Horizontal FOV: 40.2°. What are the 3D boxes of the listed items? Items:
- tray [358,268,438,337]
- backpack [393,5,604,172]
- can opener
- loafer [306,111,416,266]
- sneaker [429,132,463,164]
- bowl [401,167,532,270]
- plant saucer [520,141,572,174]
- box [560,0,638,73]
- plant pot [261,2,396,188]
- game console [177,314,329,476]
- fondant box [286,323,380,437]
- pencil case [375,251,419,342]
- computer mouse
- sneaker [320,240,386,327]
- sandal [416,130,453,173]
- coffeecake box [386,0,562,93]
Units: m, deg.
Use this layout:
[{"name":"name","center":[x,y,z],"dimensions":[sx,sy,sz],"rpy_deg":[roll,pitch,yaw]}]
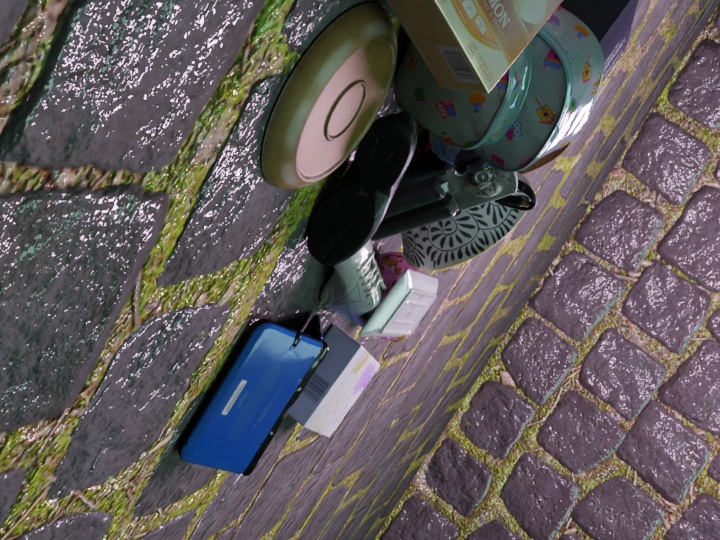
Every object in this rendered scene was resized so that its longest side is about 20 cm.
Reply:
[{"name":"tray","center":[0.061,0.053,1.345],"dimensions":[0.108,0.022,0.200],"rpy_deg":[-55,165,6]},{"name":"backpack","center":[0.144,-0.206,1.026],"dimensions":[0.153,0.199,0.178],"rpy_deg":[-35,156,-49]},{"name":"can opener","center":[0.090,-0.093,1.131],"dimensions":[0.197,0.054,0.067],"rpy_deg":[-17,-145,29]},{"name":"loafer","center":[0.007,-0.089,1.097],"dimensions":[0.201,0.072,0.072],"rpy_deg":[-53,178,30]},{"name":"sneaker","center":[0.151,-0.214,1.162],"dimensions":[0.077,0.090,0.203],"rpy_deg":[7,111,-24]},{"name":"bowl","center":[0.121,-0.102,1.306],"dimensions":[0.201,0.199,0.095],"rpy_deg":[-47,119,-25]},{"name":"plant saucer","center":[0.198,-0.183,1.374],"dimensions":[0.196,0.036,0.201],"rpy_deg":[-8,160,-3]},{"name":"box","center":[0.299,-0.317,1.407],"dimensions":[0.201,0.103,0.182],"rpy_deg":[-53,165,-12]},{"name":"plant pot","center":[-0.022,-0.160,0.950],"dimensions":[0.201,0.027,0.201],"rpy_deg":[-50,163,-21]},{"name":"game console","center":[-0.137,0.141,1.239],"dimensions":[0.169,0.118,0.202],"rpy_deg":[24,102,-42]},{"name":"fondant box","center":[-0.044,0.173,1.506],"dimensions":[0.145,0.058,0.200],"rpy_deg":[-54,166,-6]},{"name":"pencil case","center":[0.050,0.044,1.480],"dimensions":[0.085,0.084,0.201],"rpy_deg":[-19,160,-3]},{"name":"computer mouse","center":[0.115,-0.096,1.191],"dimensions":[0.034,0.196,0.060],"rpy_deg":[-65,158,-52]},{"name":"sneaker","center":[0.000,0.000,1.246],"dimensions":[0.070,0.080,0.202],"rpy_deg":[-44,160,-27]},{"name":"sandal","center":[0.113,-0.177,1.262],"dimensions":[0.201,0.045,0.075],"rpy_deg":[-49,-155,-9]},{"name":"coffeecake box","center":[0.115,-0.287,0.876],"dimensions":[0.201,0.073,0.154],"rpy_deg":[-51,126,-14]}]
